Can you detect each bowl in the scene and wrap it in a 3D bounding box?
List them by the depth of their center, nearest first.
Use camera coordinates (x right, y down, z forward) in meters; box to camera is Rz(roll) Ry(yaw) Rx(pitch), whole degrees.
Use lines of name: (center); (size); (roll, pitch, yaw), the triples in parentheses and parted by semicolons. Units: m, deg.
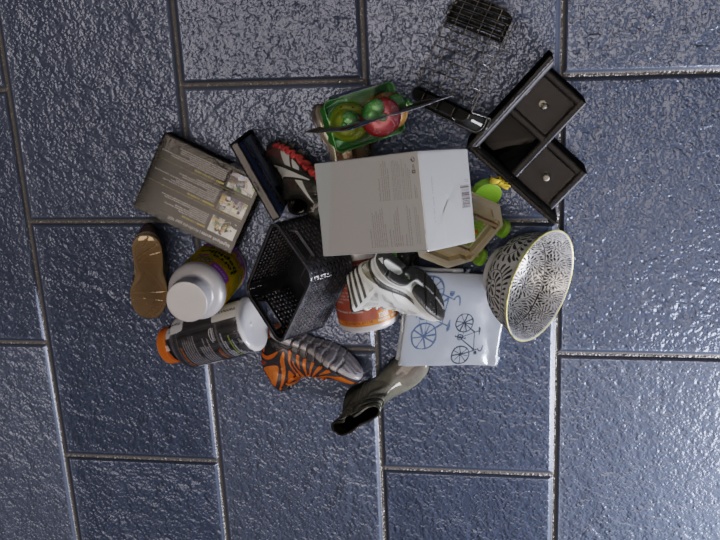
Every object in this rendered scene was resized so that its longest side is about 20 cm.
bowl: (0.272, 0.013, 1.664); (0.094, 0.201, 0.201); (23, 114, 37)

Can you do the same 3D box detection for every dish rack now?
dish rack: (0.173, -0.339, 1.576); (0.153, 0.054, 0.200); (34, 107, 40)

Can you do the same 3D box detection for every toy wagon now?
toy wagon: (0.179, -0.088, 1.641); (0.155, 0.040, 0.200); (20, 124, -27)

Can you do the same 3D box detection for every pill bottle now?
pill bottle: (0.000, 0.000, 1.722); (0.112, 0.112, 0.200); (-6, 107, 12)
pill bottle: (-0.278, 0.022, 1.730); (0.104, 0.200, 0.105); (3, 109, 8)
pill bottle: (-0.281, 0.120, 1.806); (0.200, 0.106, 0.106); (-15, 105, 24)

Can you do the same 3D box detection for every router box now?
router box: (-0.287, -0.140, 1.742); (0.200, 0.051, 0.149); (26, 99, 1)

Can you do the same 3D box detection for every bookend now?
bookend: (0.314, -0.219, 1.606); (0.200, 0.092, 0.199); (41, 110, -6)

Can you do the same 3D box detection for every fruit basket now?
fruit basket: (0.022, -0.255, 1.554); (0.185, 0.200, 0.094); (-21, 98, -20)

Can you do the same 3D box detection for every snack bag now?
snack bag: (0.169, 0.084, 1.741); (0.199, 0.021, 0.189); (2, 109, -14)

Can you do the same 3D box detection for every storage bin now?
storage bin: (-0.110, 0.012, 1.696); (0.135, 0.094, 0.200); (54, 140, 24)

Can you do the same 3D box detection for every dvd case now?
dvd case: (-0.168, -0.166, 1.650); (0.018, 0.200, 0.143); (-28, 102, 7)

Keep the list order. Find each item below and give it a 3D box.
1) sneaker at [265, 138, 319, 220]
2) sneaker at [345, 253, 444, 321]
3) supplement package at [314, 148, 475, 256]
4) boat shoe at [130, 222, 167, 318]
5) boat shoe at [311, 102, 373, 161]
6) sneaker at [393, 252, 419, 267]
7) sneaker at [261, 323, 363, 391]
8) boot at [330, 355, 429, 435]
sneaker: (-0.110, -0.153, 1.666); (0.200, 0.071, 0.098); (38, 89, 34)
sneaker: (0.051, 0.041, 1.661); (0.115, 0.076, 0.200); (-26, 136, 32)
supplement package: (0.055, -0.108, 1.543); (0.200, 0.151, 0.152); (-2, 96, 36)
boat shoe: (-0.392, 0.001, 1.816); (0.072, 0.065, 0.200); (5, 128, -1)
boat shoe: (-0.014, -0.204, 1.679); (0.072, 0.076, 0.200); (-23, 104, 14)
sneaker: (0.090, -0.055, 1.708); (0.084, 0.077, 0.200); (-9, 114, 4)
sneaker: (-0.096, 0.185, 1.828); (0.200, 0.078, 0.112); (26, 115, 12)
boot: (0.041, 0.231, 1.781); (0.200, 0.131, 0.068); (-35, 100, 18)
